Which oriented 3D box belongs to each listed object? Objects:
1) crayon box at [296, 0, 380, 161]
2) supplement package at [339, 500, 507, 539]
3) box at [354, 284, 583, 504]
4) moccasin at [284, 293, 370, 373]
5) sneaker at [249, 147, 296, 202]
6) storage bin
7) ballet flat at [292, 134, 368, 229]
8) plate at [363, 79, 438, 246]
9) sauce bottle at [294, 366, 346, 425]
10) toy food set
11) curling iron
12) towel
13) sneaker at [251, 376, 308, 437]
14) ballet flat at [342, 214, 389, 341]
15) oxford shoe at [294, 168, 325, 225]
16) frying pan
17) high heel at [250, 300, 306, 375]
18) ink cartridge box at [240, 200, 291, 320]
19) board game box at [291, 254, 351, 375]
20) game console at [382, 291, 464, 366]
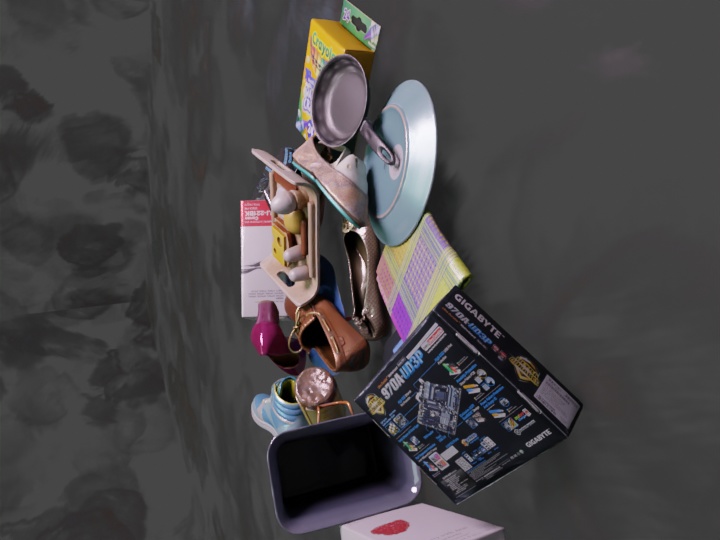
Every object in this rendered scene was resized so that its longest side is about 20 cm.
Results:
[{"bbox_3d":[-0.039,-0.274,0.867,0.126,0.051,0.202,55,141,44],"label":"crayon box"},{"bbox_3d":[0.073,0.358,0.695,0.199,0.119,0.122,-23,75,62],"label":"supplement package"},{"bbox_3d":[0.095,0.133,0.596,0.159,0.046,0.201,43,138,10],"label":"box"},{"bbox_3d":[-0.067,0.092,0.900,0.201,0.077,0.075,43,135,44],"label":"moccasin"},{"bbox_3d":[-0.160,-0.157,1.133,0.199,0.072,0.083,-32,50,55],"label":"sneaker"},{"bbox_3d":[-0.037,0.260,0.831,0.134,0.197,0.148,144,116,-70],"label":"storage bin"},{"bbox_3d":[-0.031,-0.128,0.782,0.067,0.068,0.200,-48,46,6],"label":"ballet flat"},{"bbox_3d":[0.038,-0.132,0.734,0.200,0.025,0.204,-175,90,-69],"label":"plate"},{"bbox_3d":[-0.055,0.217,0.924,0.201,0.065,0.067,81,167,-57],"label":"sauce bottle"},{"bbox_3d":[-0.121,-0.065,0.894,0.143,0.060,0.203,39,135,45],"label":"toy food set"},{"bbox_3d":[-0.110,-0.055,0.970,0.202,0.025,0.050,60,148,24],"label":"curling iron"},{"bbox_3d":[0.066,0.002,0.695,0.201,0.022,0.145,-112,35,-53],"label":"towel"},{"bbox_3d":[-0.161,0.259,1.196,0.199,0.079,0.133,20,116,51],"label":"sneaker"},{"bbox_3d":[0.000,0.000,0.849,0.067,0.046,0.204,-20,78,62],"label":"ballet flat"},{"bbox_3d":[-0.098,-0.120,0.990,0.071,0.073,0.201,64,148,30],"label":"oxford shoe"},{"bbox_3d":[-0.001,-0.206,0.748,0.189,0.031,0.117,27,111,44],"label":"frying pan"},{"bbox_3d":[-0.133,0.143,0.966,0.201,0.066,0.097,68,-166,-48],"label":"high heel"},{"bbox_3d":[-0.165,-0.012,1.068,0.144,0.082,0.204,118,149,-83],"label":"ink cartridge box"},{"bbox_3d":[-0.051,0.067,0.981,0.157,0.038,0.203,-26,77,57],"label":"board game box"},{"bbox_3d":[0.094,0.131,0.706,0.201,0.031,0.179,-58,45,52],"label":"game console"}]
